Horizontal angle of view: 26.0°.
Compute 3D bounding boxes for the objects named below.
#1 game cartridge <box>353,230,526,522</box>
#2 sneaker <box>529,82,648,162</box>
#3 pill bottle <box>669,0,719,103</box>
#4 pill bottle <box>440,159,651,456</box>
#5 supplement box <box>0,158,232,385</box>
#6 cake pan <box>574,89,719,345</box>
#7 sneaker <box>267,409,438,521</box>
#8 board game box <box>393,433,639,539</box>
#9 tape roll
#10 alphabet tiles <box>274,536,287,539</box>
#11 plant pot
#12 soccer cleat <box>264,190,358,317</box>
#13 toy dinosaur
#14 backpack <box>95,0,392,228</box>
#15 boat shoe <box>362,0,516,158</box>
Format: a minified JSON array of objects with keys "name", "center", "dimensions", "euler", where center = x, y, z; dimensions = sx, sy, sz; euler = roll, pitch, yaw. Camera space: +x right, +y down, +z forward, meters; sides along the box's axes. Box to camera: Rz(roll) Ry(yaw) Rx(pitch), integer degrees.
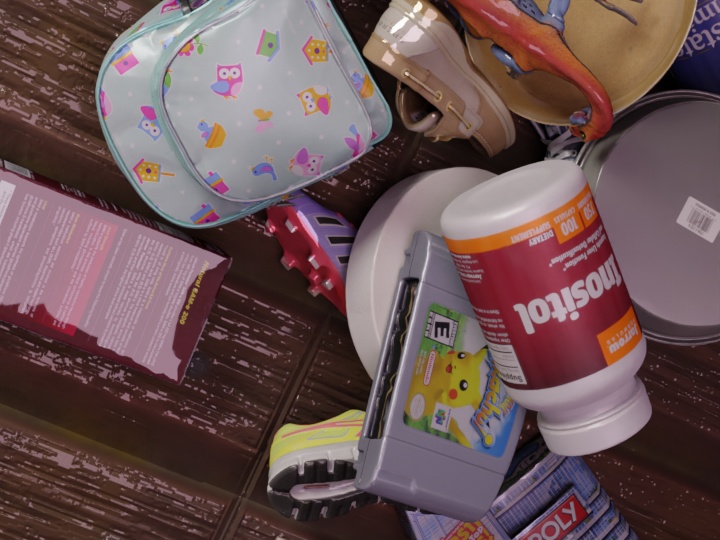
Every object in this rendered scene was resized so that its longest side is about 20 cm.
[{"name":"game cartridge","center":[0.072,0.084,1.190],"dimensions":[0.133,0.040,0.201],"euler":[22,76,-38]},{"name":"sneaker","center":[0.167,-0.078,1.254],"dimensions":[0.108,0.070,0.201],"euler":[35,69,-20]},{"name":"pill bottle","center":[0.294,-0.197,1.260],"dimensions":[0.112,0.112,0.200],"euler":[-37,107,-6]},{"name":"pill bottle","center":[0.144,0.029,1.154],"dimensions":[0.113,0.113,0.201],"euler":[-26,105,-10]},{"name":"supplement box","center":[-0.211,-0.001,1.183],"dimensions":[0.199,0.061,0.109],"euler":[23,94,-17]},{"name":"cake pan","center":[0.258,-0.042,1.207],"dimensions":[0.199,0.037,0.201],"euler":[0,89,-8]},{"name":"sneaker","center":[0.019,0.144,1.257],"dimensions":[0.199,0.090,0.079],"euler":[0,118,-13]},{"name":"board game box","center":[0.124,0.234,1.320],"dimensions":[0.200,0.062,0.200],"euler":[-38,108,-6]},{"name":"tape roll","center":[0.077,0.019,1.239],"dimensions":[0.202,0.037,0.204],"euler":[2,87,-37]},{"name":"alphabet tiles","center":[-0.070,0.330,1.312],"dimensions":[0.166,0.006,0.201],"euler":[25,92,-18]},{"name":"plant pot","center":[0.172,-0.209,1.205],"dimensions":[0.027,0.199,0.201],"euler":[8,100,-55]},{"name":"soccer cleat","center":[0.000,0.000,1.246],"dimensions":[0.076,0.067,0.200],"euler":[-46,110,-20]},{"name":"toy dinosaur","center":[0.106,-0.168,1.140],"dimensions":[0.199,0.182,0.105],"euler":[-10,144,-36]},{"name":"backpack","center":[-0.094,-0.126,1.143],"dimensions":[0.199,0.153,0.176],"euler":[-27,111,6]},{"name":"boat shoe","center":[0.056,-0.137,1.193],"dimensions":[0.069,0.074,0.200],"euler":[-46,143,-1]}]
